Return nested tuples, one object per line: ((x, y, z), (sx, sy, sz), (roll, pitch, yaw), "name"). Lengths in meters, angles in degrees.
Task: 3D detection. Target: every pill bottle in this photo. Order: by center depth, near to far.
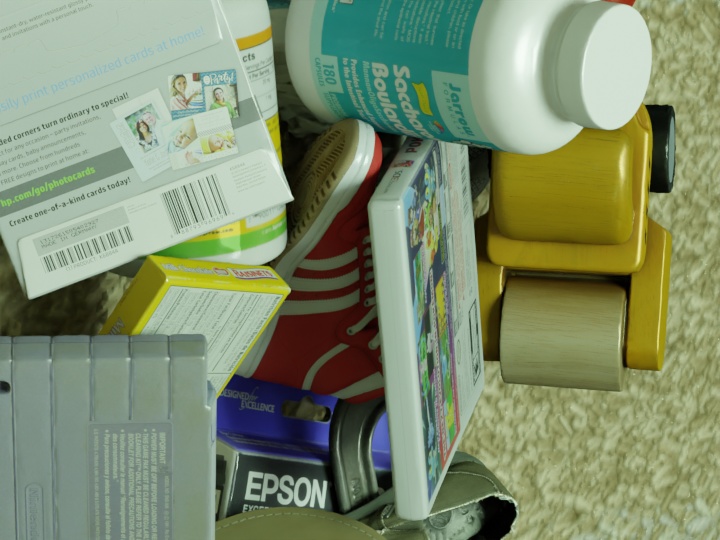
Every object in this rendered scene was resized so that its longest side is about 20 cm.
((-0.103, -0.103, 1.600), (0.111, 0.111, 0.200), (-21, 112, -47), "pill bottle")
((0.063, -0.126, 1.611), (0.111, 0.200, 0.111), (-16, 111, -49), "pill bottle")

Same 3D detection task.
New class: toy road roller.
((0.128, -0.026, 1.777), (0.146, 0.123, 0.200), (9, 84, -79), "toy road roller")

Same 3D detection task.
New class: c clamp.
((0.043, 0.122, 1.821), (0.171, 0.027, 0.200), (-20, 109, -48), "c clamp")

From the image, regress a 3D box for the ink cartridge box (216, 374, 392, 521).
((-0.034, 0.162, 1.788), (0.198, 0.043, 0.200), (12, 86, -51), "ink cartridge box")

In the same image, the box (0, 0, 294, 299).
((-0.142, -0.105, 1.514), (0.156, 0.041, 0.200), (-21, 107, -4), "box")

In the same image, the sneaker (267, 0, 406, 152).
((-0.025, -0.120, 1.723), (0.200, 0.076, 0.081), (11, 89, -49), "sneaker")

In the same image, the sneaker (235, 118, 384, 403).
((0.000, 0.000, 1.679), (0.071, 0.112, 0.200), (-84, -163, -48), "sneaker")

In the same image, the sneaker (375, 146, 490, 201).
((0.034, -0.038, 1.801), (0.200, 0.082, 0.075), (-33, 121, -46), "sneaker")

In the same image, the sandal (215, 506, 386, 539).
((-0.086, 0.194, 1.671), (0.211, 0.078, 0.070), (-6, 141, -16), "sandal")

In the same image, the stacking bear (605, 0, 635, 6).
((0.089, -0.211, 1.697), (0.200, 0.114, 0.122), (36, 71, -29), "stacking bear")

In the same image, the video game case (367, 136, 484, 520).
((0.040, 0.018, 1.682), (0.182, 0.023, 0.200), (-61, 149, -63), "video game case")

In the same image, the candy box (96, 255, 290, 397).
((-0.128, 0.077, 1.587), (0.102, 0.026, 0.200), (4, 127, -52), "candy box")

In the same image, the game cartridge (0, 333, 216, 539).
((-0.144, 0.125, 1.551), (0.129, 0.038, 0.200), (-2, 119, -9), "game cartridge")

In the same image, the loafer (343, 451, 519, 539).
((0.019, 0.181, 1.746), (0.200, 0.070, 0.075), (-39, 119, -25), "loafer")
